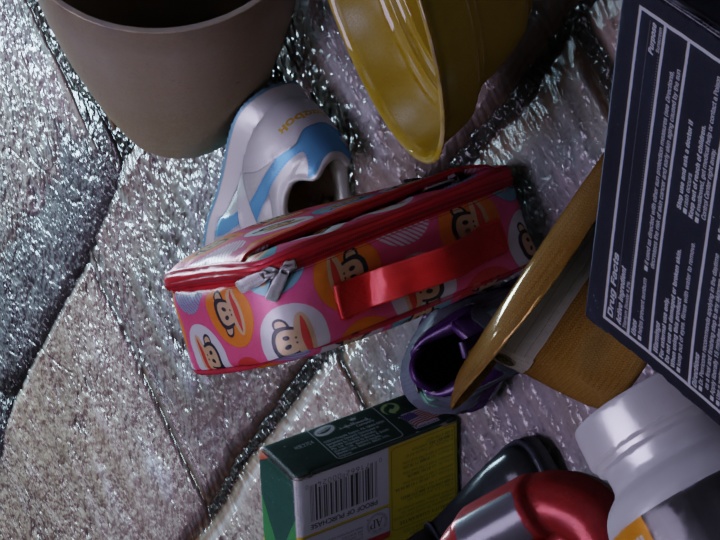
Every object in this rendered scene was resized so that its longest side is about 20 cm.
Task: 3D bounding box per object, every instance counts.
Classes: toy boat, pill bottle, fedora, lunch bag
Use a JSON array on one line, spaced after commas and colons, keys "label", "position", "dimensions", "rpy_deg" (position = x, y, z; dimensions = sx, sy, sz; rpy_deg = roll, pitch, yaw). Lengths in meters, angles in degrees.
[{"label": "toy boat", "position": [0.111, 0.216, 1.447], "dimensions": [0.130, 0.131, 0.200], "rpy_deg": [-32, 86, 27]}, {"label": "pill bottle", "position": [0.198, 0.151, 1.368], "dimensions": [0.200, 0.116, 0.116], "rpy_deg": [62, 152, 16]}, {"label": "fedora", "position": [0.126, 0.014, 1.395], "dimensions": [0.082, 0.201, 0.201], "rpy_deg": [34, 146, 4]}, {"label": "lunch bag", "position": [0.000, 0.000, 1.549], "dimensions": [0.176, 0.200, 0.082], "rpy_deg": [-7, 102, 60]}]

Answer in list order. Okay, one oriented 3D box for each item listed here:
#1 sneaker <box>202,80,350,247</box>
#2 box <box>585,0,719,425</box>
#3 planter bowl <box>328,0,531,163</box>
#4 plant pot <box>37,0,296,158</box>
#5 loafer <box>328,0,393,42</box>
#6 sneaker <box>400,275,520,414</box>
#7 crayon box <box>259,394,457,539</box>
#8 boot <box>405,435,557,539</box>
[{"label": "sneaker", "position": [-0.053, -0.028, 1.767], "dimensions": [0.081, 0.076, 0.200], "rpy_deg": [47, 147, 31]}, {"label": "box", "position": [0.216, -0.026, 1.213], "dimensions": [0.198, 0.123, 0.201], "rpy_deg": [42, 139, 42]}, {"label": "planter bowl", "position": [0.041, -0.168, 1.461], "dimensions": [0.200, 0.083, 0.201], "rpy_deg": [158, 90, -78]}, {"label": "plant pot", "position": [-0.123, -0.169, 1.724], "dimensions": [0.188, 0.187, 0.200], "rpy_deg": [55, 163, 28]}, {"label": "loafer", "position": [-0.022, -0.221, 1.585], "dimensions": [0.071, 0.073, 0.201], "rpy_deg": [-23, 87, 61]}, {"label": "sneaker", "position": [0.051, 0.050, 1.608], "dimensions": [0.075, 0.087, 0.200], "rpy_deg": [67, 153, 8]}, {"label": "crayon box", "position": [0.001, 0.190, 1.747], "dimensions": [0.051, 0.127, 0.201], "rpy_deg": [38, 137, 48]}, {"label": "boot", "position": [0.019, 0.188, 1.630], "dimensions": [0.066, 0.199, 0.165], "rpy_deg": [58, 150, 24]}]
